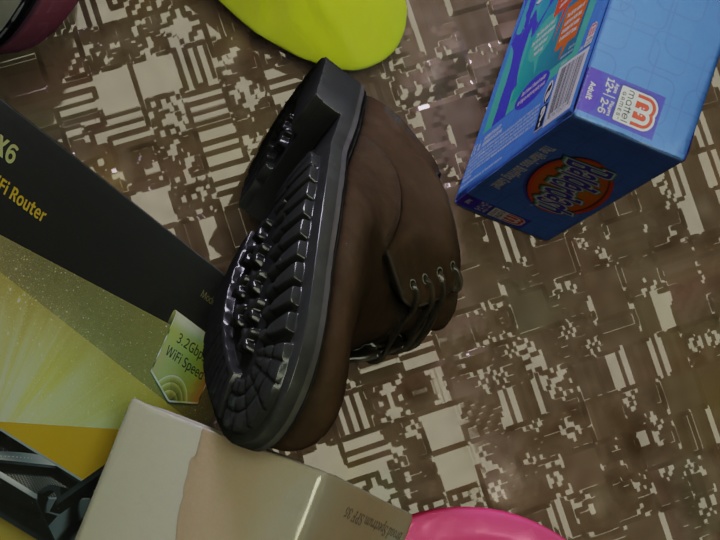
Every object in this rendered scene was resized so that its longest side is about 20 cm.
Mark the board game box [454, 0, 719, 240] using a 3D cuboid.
[{"bbox_3d":[0.102,-0.122,0.792,0.045,0.152,0.201,21,78,-8],"label":"board game box"}]

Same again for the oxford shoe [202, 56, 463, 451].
[{"bbox_3d":[0.000,0.000,0.745,0.084,0.073,0.200,33,33,-12],"label":"oxford shoe"}]

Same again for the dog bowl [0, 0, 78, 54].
[{"bbox_3d":[-0.134,-0.162,0.734,0.073,0.200,0.201,8,79,-30],"label":"dog bowl"}]

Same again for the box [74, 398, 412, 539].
[{"bbox_3d":[-0.064,0.154,0.720,0.077,0.095,0.201,18,83,24],"label":"box"}]

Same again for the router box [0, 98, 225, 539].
[{"bbox_3d":[-0.132,0.035,0.706,0.200,0.052,0.158,40,69,-50],"label":"router box"}]

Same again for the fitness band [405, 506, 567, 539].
[{"bbox_3d":[0.029,0.185,0.785,0.143,0.037,0.201,15,79,-9],"label":"fitness band"}]

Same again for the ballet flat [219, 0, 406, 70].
[{"bbox_3d":[-0.054,-0.158,0.808,0.067,0.067,0.200,-41,91,-17],"label":"ballet flat"}]
